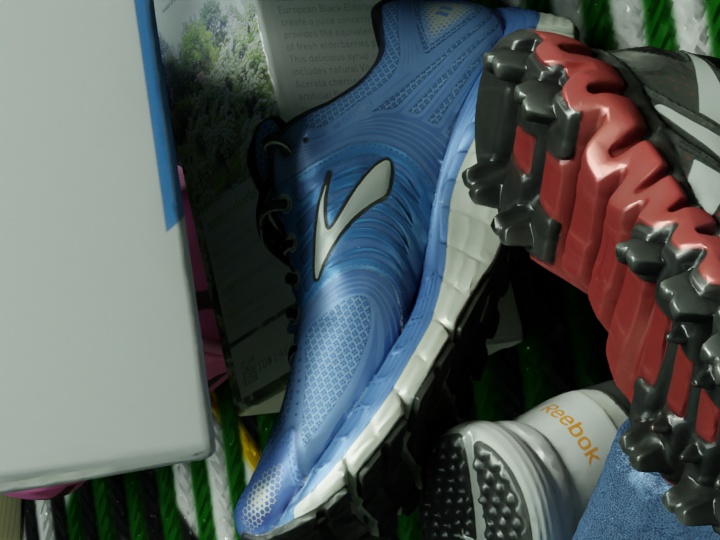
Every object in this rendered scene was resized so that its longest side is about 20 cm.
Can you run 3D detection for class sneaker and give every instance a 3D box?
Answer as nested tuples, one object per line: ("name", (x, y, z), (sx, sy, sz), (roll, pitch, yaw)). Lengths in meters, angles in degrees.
("sneaker", (0.063, 0.115, 0.831), (0.074, 0.080, 0.201), (48, 148, 31))
("sneaker", (0.000, 0.000, 0.807), (0.079, 0.089, 0.201), (84, -154, -62))
("sneaker", (0.105, 0.001, 0.710), (0.201, 0.097, 0.071), (-118, 30, -45))

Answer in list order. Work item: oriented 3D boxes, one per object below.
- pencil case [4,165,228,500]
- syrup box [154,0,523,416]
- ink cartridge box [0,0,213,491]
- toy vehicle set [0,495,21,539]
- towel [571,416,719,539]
("pencil case", (-0.106, 0.024, 1.045), (0.200, 0.090, 0.094), (-34, 69, 50))
("syrup box", (-0.016, -0.058, 0.903), (0.079, 0.081, 0.202), (-32, 67, 56))
("ink cartridge box", (-0.100, -0.006, 0.830), (0.200, 0.083, 0.146), (149, 113, -83))
("toy vehicle set", (-0.222, 0.052, 1.270), (0.199, 0.026, 0.125), (20, 110, 53))
("towel", (0.100, 0.140, 0.754), (0.111, 0.049, 0.201), (22, 121, 14))
